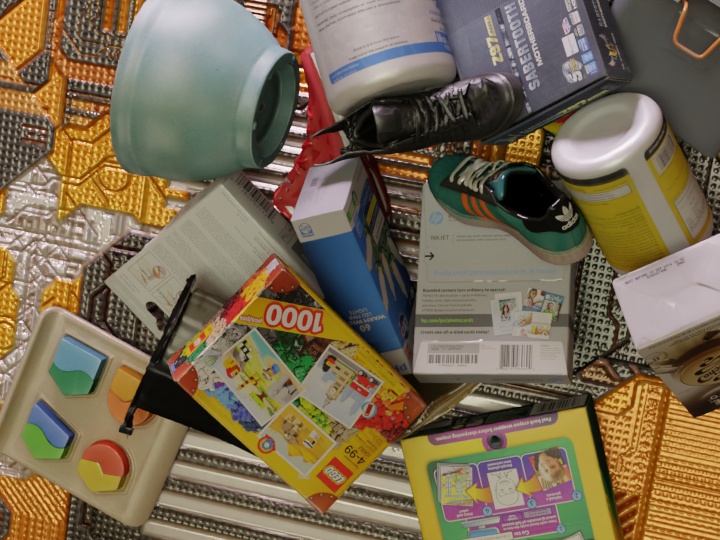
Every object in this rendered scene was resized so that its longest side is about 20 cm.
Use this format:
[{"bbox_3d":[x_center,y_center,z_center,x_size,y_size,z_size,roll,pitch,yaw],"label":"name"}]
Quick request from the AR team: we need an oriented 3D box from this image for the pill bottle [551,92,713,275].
[{"bbox_3d":[0.269,-0.062,1.630,0.112,0.112,0.200,-23,124,16],"label":"pill bottle"}]

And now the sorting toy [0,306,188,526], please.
[{"bbox_3d":[-0.293,0.162,1.869,0.199,0.036,0.186,26,104,7],"label":"sorting toy"}]

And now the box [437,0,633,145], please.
[{"bbox_3d":[0.157,-0.240,1.626,0.157,0.051,0.201,-25,75,39],"label":"box"}]

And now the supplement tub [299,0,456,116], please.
[{"bbox_3d":[0.007,-0.261,1.661,0.131,0.132,0.201,-17,83,15],"label":"supplement tub"}]

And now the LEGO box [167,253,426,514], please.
[{"bbox_3d":[-0.061,0.108,1.640,0.200,0.077,0.149,43,91,-17],"label":"LEGO box"}]

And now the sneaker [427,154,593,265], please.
[{"bbox_3d":[0.138,-0.079,1.645,0.200,0.080,0.071,28,65,39],"label":"sneaker"}]

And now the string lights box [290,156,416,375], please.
[{"bbox_3d":[0.000,0.000,1.701,0.059,0.103,0.201,-13,121,19],"label":"string lights box"}]

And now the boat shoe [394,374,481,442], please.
[{"bbox_3d":[0.064,0.127,1.761,0.199,0.066,0.074,-31,72,20],"label":"boat shoe"}]

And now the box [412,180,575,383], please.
[{"bbox_3d":[0.135,0.011,1.698,0.155,0.041,0.201,-1,73,13],"label":"box"}]

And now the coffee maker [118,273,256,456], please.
[{"bbox_3d":[-0.123,0.122,1.768,0.199,0.135,0.192,25,146,-5],"label":"coffee maker"}]

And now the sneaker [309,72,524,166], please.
[{"bbox_3d":[0.052,-0.140,1.620,0.199,0.104,0.060,-13,89,45],"label":"sneaker"}]

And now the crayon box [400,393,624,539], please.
[{"bbox_3d":[0.158,0.233,1.765,0.199,0.058,0.174,-11,98,15],"label":"crayon box"}]

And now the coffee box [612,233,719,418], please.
[{"bbox_3d":[0.329,0.057,1.619,0.113,0.200,0.080,-25,59,16],"label":"coffee box"}]

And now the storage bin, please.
[{"bbox_3d":[0.310,-0.205,1.622,0.200,0.146,0.135,33,115,6],"label":"storage bin"}]

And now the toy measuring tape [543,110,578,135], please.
[{"bbox_3d":[0.173,-0.188,1.690,0.200,0.074,0.074,35,105,17],"label":"toy measuring tape"}]

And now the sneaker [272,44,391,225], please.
[{"bbox_3d":[-0.052,-0.122,1.745,0.115,0.078,0.201,-18,94,14],"label":"sneaker"}]

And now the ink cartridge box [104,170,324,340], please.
[{"bbox_3d":[-0.148,0.007,1.799,0.163,0.057,0.200,47,127,-11],"label":"ink cartridge box"}]

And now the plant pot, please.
[{"bbox_3d":[-0.141,-0.174,1.685,0.134,0.200,0.201,17,103,15],"label":"plant pot"}]
